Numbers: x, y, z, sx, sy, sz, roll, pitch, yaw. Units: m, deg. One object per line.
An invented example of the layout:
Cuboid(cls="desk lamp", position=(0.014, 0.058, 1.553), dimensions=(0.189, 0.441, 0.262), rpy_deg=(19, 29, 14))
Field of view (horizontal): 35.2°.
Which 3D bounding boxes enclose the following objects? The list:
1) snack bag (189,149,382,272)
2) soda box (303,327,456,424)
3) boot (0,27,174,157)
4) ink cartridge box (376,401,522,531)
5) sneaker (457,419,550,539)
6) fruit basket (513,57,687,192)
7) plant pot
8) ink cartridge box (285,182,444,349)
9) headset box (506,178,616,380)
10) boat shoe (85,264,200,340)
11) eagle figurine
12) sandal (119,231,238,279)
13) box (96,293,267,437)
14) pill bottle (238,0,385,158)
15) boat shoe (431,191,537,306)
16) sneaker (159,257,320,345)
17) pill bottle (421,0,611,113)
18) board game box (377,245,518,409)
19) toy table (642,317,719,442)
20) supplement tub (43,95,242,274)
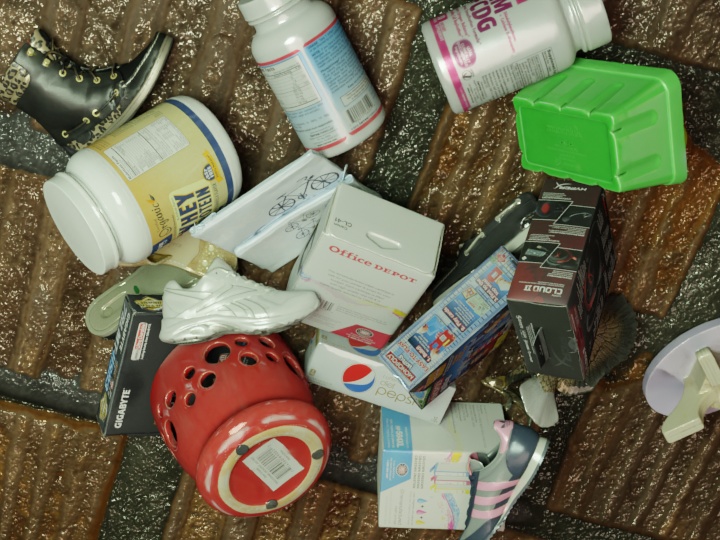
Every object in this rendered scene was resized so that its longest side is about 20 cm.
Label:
Cuboid(cls="snack bag", position=(-0.085, -0.068, 1.382), dimensions=(0.187, 0.200, 0.022), rpy_deg=(-32, 67, 13))
Cuboid(cls="soda box", position=(0.025, 0.136, 1.523), dimensions=(0.198, 0.068, 0.064), rpy_deg=(19, 115, -9))
Cuboid(cls="boot", position=(-0.328, -0.233, 1.348), dimensions=(0.150, 0.073, 0.200), rpy_deg=(36, 115, -16))
Cuboid(cls="ink cartridge box", position=(0.124, 0.265, 1.554), dimensions=(0.197, 0.126, 0.130), rpy_deg=(2, 115, -1))
Cuboid(cls="sneaker", position=(0.163, 0.277, 1.464), dimensions=(0.081, 0.070, 0.201), rpy_deg=(30, 108, 4))
Cuboid(cls="fruit basket", position=(0.308, -0.174, 1.336), dimensions=(0.213, 0.216, 0.157), rpy_deg=(-10, 115, 5))
Cuboid(cls="plant pot", position=(-0.147, 0.194, 1.425), dimensions=(0.198, 0.183, 0.202), rpy_deg=(-15, 129, -18))
Cuboid(cls="ink cartridge box", position=(0.000, 0.000, 1.404), dimensions=(0.146, 0.086, 0.200), rpy_deg=(21, 143, -9))
Cuboid(cls="headset box", position=(0.235, 0.018, 1.322), dimensions=(0.074, 0.201, 0.149), rpy_deg=(6, 145, 25))
Cuboid(cls="boat shoe", position=(-0.261, 0.029, 1.484), dimensions=(0.199, 0.072, 0.068), rpy_deg=(-31, 149, 6))
Cuboid(cls="eagle figurine", position=(0.251, 0.096, 1.470), dimensions=(0.151, 0.151, 0.201), rpy_deg=(45, 105, 23))
Cuboid(cls="sandal", position=(-0.255, -0.040, 1.414), dimensions=(0.209, 0.070, 0.079), rpy_deg=(15, 75, 1))
Cuboid(cls="box", position=(-0.228, 0.125, 1.482), dimensions=(0.196, 0.050, 0.202), rpy_deg=(2, 122, -31))
Cuboid(cls="pill bottle", position=(-0.059, -0.241, 1.324), dimensions=(0.108, 0.109, 0.201), rpy_deg=(-25, 113, 11))
Cuboid(cls="boat shoe", position=(0.160, -0.023, 1.454), dimensions=(0.200, 0.073, 0.061), rpy_deg=(-42, 65, 34))
Cuboid(cls="sneaker", position=(-0.149, 0.031, 1.372), dimensions=(0.197, 0.078, 0.101), rpy_deg=(-7, 84, -3))
Cuboid(cls="pill bottle", position=(0.180, -0.270, 1.309), dimensions=(0.198, 0.114, 0.114), rpy_deg=(-22, 114, 9))
Cuboid(cls="board game box", position=(0.107, 0.089, 1.411), dimensions=(0.199, 0.201, 0.062), rpy_deg=(-36, 72, -21))
Cuboid(cls="toy table", position=(0.480, 0.151, 1.509), dimensions=(0.199, 0.117, 0.184), rpy_deg=(-39, 110, 17))
Cuboid(cls="supplement tub", position=(-0.253, -0.099, 1.326), dimensions=(0.199, 0.144, 0.146), rpy_deg=(-36, 117, -25))
